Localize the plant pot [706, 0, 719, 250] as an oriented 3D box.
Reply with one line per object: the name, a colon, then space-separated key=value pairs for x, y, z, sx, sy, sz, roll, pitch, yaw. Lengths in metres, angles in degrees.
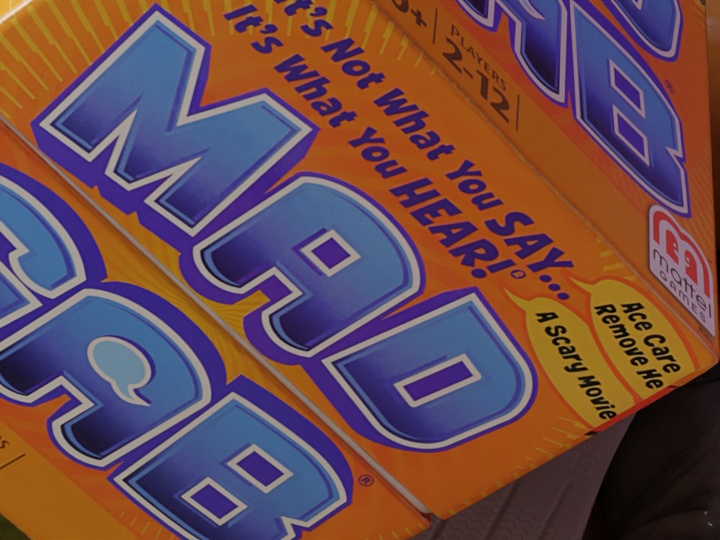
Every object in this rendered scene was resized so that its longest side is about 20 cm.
plant pot: x=0.128 y=-0.088 z=1.049 sx=0.182 sy=0.201 sz=0.200 roll=13 pitch=38 yaw=21

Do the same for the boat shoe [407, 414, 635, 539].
boat shoe: x=0.036 y=0.070 z=0.903 sx=0.200 sy=0.072 sz=0.071 roll=-54 pitch=4 yaw=-14

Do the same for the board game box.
board game box: x=-0.035 y=-0.053 z=0.852 sx=0.199 sy=0.200 sz=0.201 roll=-31 pitch=31 yaw=27

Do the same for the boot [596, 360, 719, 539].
boot: x=0.160 y=0.062 z=0.883 sx=0.199 sy=0.068 sz=0.131 roll=-20 pitch=31 yaw=13

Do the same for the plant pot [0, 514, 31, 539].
plant pot: x=-0.143 y=0.050 z=0.976 sx=0.199 sy=0.201 sz=0.190 roll=-21 pitch=40 yaw=-7
